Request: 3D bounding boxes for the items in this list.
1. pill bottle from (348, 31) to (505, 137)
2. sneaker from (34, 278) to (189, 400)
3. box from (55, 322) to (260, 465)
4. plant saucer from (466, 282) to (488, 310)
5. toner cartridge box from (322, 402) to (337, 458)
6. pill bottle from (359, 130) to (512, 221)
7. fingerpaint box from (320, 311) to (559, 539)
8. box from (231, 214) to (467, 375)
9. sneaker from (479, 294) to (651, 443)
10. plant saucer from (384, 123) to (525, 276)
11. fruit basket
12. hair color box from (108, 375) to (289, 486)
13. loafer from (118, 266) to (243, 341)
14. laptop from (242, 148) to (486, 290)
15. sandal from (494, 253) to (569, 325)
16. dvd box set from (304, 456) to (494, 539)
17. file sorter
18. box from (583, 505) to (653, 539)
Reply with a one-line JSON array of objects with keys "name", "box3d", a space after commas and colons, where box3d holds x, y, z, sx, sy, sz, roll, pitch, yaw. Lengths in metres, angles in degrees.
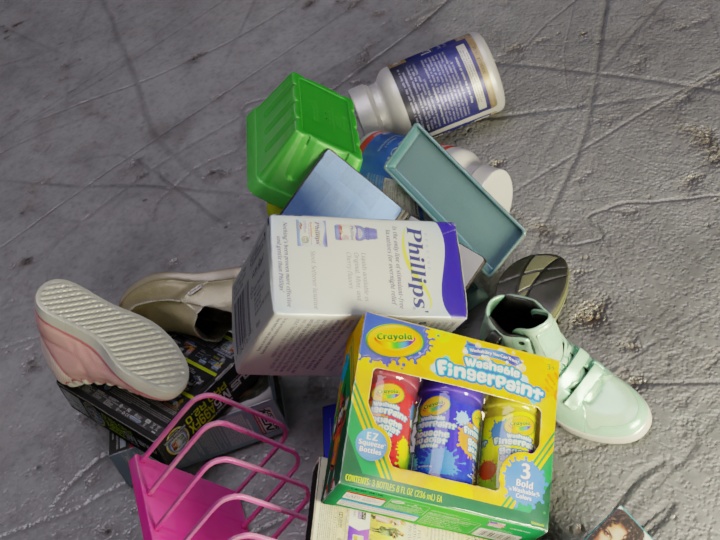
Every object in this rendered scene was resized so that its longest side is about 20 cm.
[{"name": "pill bottle", "box3d": [0.090, -0.240, 1.601, 0.198, 0.117, 0.116, -22, 41, 0]}, {"name": "sneaker", "box3d": [-0.278, 0.098, 1.291, 0.199, 0.105, 0.075, 31, 46, 12]}, {"name": "box", "box3d": [-0.228, 0.120, 1.324, 0.199, 0.045, 0.160, 19, 53, 41]}, {"name": "plant saucer", "box3d": [0.053, 0.060, 1.375, 0.199, 0.019, 0.070, -31, 42, -11]}, {"name": "toner cartridge box", "box3d": [0.012, 0.219, 1.205, 0.094, 0.043, 0.201, -15, 41, 10]}, {"name": "pill bottle", "box3d": [0.088, -0.106, 1.463, 0.198, 0.113, 0.113, 16, 54, 35]}, {"name": "fingerpaint box", "box3d": [0.077, 0.147, 1.073, 0.197, 0.073, 0.169, 15, 62, -9]}, {"name": "box", "box3d": [-0.017, 0.030, 1.185, 0.197, 0.184, 0.106, 2, 67, -18]}, {"name": "sneaker", "box3d": [0.202, 0.098, 1.164, 0.199, 0.119, 0.074, 31, 73, 20]}, {"name": "plant saucer", "box3d": [0.111, -0.084, 1.359, 0.200, 0.019, 0.070, 49, 112, 27]}, {"name": "fruit basket", "box3d": [-0.079, -0.112, 1.455, 0.216, 0.154, 0.217, -53, 25, 37]}, {"name": "hair color box", "box3d": [-0.188, 0.164, 1.338, 0.198, 0.061, 0.100, -19, 40, 3]}, {"name": "loafer", "box3d": [-0.185, 0.043, 1.296, 0.197, 0.076, 0.069, -11, 54, 21]}, {"name": "laptop", "box3d": [0.000, 0.000, 1.317, 0.199, 0.116, 0.188, 32, 85, 37]}, {"name": "sandal", "box3d": [0.184, 0.071, 1.283, 0.079, 0.058, 0.203, 5, 62, 20]}, {"name": "dvd box set", "box3d": [0.046, 0.260, 1.065, 0.197, 0.030, 0.148, 13, 55, -11]}, {"name": "file sorter", "box3d": [-0.123, 0.238, 1.138, 0.126, 0.138, 0.201, -48, 38, 18]}, {"name": "box", "box3d": [0.184, 0.305, 1.012, 0.199, 0.049, 0.082, -39, 73, -18]}]
